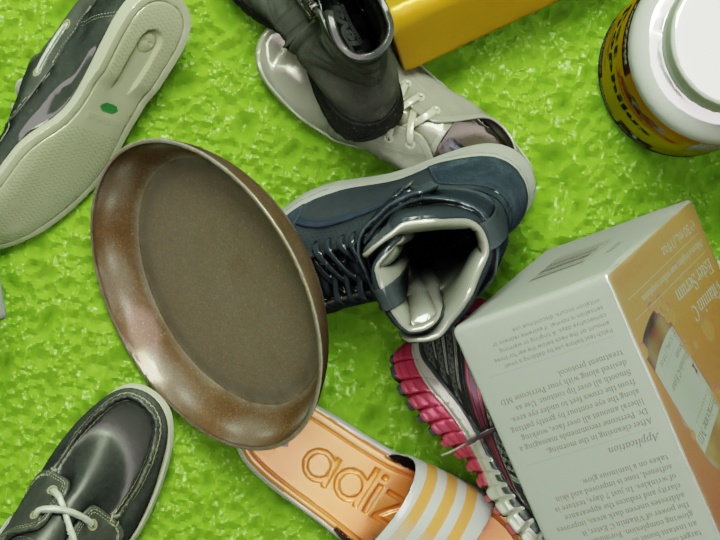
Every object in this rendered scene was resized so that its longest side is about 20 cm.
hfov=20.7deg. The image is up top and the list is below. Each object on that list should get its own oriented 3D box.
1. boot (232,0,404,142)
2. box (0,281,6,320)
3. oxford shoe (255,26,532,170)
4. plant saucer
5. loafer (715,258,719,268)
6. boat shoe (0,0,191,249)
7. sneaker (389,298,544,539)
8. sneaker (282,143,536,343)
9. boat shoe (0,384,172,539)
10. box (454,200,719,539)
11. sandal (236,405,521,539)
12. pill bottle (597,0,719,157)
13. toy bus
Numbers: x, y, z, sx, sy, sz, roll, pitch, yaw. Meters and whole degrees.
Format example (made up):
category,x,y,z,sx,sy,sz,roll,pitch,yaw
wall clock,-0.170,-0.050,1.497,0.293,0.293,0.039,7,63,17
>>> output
category,x,y,z,sx,sy,sz,roll,pitch,yaw
boot,-0.034,-0.182,1.168,0.070,0.132,0.200,-35,69,-11
box,-0.336,-0.050,1.162,0.197,0.131,0.202,-9,90,17
oxford shoe,0.024,-0.098,1.228,0.199,0.058,0.076,34,92,1
plant saucer,-0.086,0.011,1.182,0.032,0.200,0.201,-29,90,-38
loafer,0.290,0.029,1.226,0.198,0.076,0.069,23,86,-5
boat shoe,-0.185,-0.101,1.231,0.068,0.072,0.201,42,98,37
sneaker,0.104,0.110,1.211,0.075,0.081,0.200,-40,91,15
sneaker,0.000,-0.002,1.162,0.201,0.146,0.077,-24,108,23
boat shoe,-0.181,0.162,1.215,0.072,0.068,0.201,34,88,1
box,0.164,0.085,1.147,0.106,0.152,0.201,-21,98,31
sandal,0.010,0.148,1.227,0.205,0.059,0.080,29,90,-1
pill bottle,0.204,-0.126,1.158,0.108,0.200,0.110,0,90,-1
toy bus,0.098,-0.204,1.209,0.199,0.065,0.079,-25,58,0
